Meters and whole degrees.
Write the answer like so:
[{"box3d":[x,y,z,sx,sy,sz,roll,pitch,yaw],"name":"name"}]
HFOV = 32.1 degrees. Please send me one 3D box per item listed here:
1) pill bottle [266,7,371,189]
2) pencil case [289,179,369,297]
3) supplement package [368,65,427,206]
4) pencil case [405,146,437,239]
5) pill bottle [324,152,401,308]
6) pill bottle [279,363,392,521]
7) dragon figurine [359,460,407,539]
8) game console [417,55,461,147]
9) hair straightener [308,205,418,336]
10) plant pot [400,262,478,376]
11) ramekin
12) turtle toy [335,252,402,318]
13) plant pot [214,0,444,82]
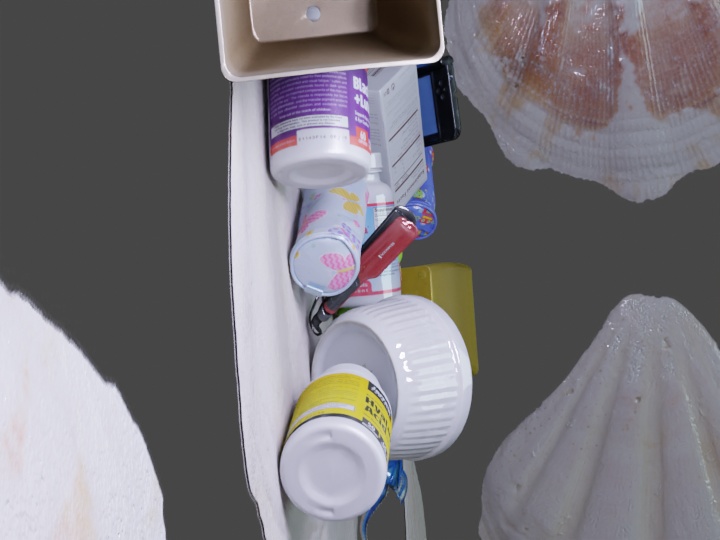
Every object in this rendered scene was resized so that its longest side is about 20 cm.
[{"box3d":[-0.047,-0.200,1.349,0.112,0.109,0.203,64,23,-75],"name":"pill bottle"},{"box3d":[-0.038,-0.051,1.491,0.091,0.083,0.201,-49,-163,24],"name":"pencil case"},{"box3d":[0.015,-0.198,1.790,0.118,0.115,0.202,-50,142,-45],"name":"supplement package"},{"box3d":[0.078,-0.128,1.949,0.201,0.077,0.088,-88,-170,-51],"name":"pencil case"},{"box3d":[-0.004,-0.055,1.696,0.109,0.107,0.204,-38,123,-83],"name":"pill bottle"},{"box3d":[-0.021,0.173,1.337,0.200,0.109,0.113,-79,164,-72],"name":"pill bottle"},{"box3d":[0.040,0.321,1.913,0.059,0.098,0.202,77,10,-54],"name":"dragon figurine"},{"box3d":[0.044,-0.266,1.857,0.199,0.115,0.179,-4,-86,61],"name":"game console"},{"box3d":[0.000,0.000,1.510,0.201,0.041,0.077,-52,-165,23],"name":"hair straightener"},{"box3d":[0.085,0.081,2.183,0.176,0.197,0.203,34,51,-68],"name":"plant pot"},{"box3d":[0.029,0.133,1.501,0.104,0.198,0.204,-4,90,-43],"name":"ramekin"},{"box3d":[0.011,-0.002,1.848,0.201,0.099,0.148,-82,166,-65],"name":"turtle toy"},{"box3d":[-0.042,-0.285,1.159,0.177,0.196,0.203,-132,-144,-79],"name":"plant pot"}]
